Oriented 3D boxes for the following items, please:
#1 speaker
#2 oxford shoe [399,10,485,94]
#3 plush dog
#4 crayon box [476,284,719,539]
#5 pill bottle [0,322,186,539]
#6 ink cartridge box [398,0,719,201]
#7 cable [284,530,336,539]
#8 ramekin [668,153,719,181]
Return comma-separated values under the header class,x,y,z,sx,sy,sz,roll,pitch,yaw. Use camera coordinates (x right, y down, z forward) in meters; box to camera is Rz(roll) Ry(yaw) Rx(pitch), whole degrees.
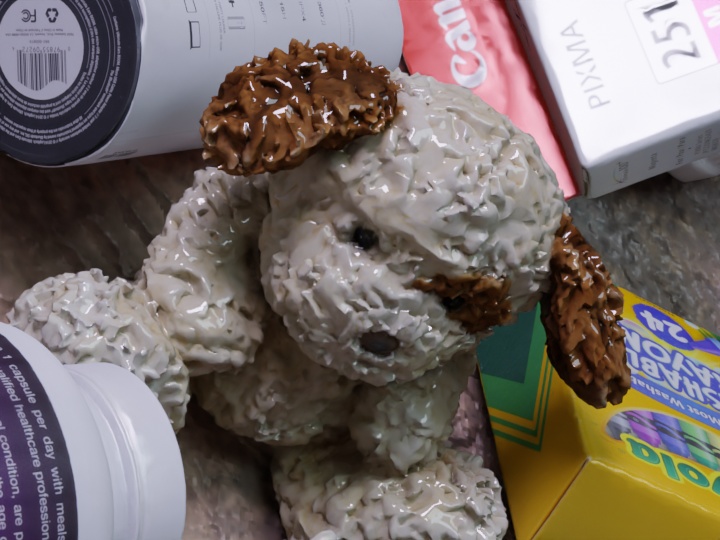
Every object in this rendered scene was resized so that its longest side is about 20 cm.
class,x,y,z,sx,sy,sz,roll,pitch,yaw
speaker,-0.059,-0.085,0.791,0.082,0.081,0.200,60,27,7
oxford shoe,0.067,-0.145,0.989,0.071,0.074,0.201,37,44,-18
plush dog,0.000,0.000,0.752,0.199,0.172,0.161,31,46,-22
crayon box,0.117,0.077,0.831,0.125,0.052,0.200,25,24,-16
pill bottle,-0.149,0.072,0.610,0.199,0.112,0.113,-4,66,-44
ink cartridge box,0.063,-0.124,0.911,0.044,0.172,0.201,74,-4,-72
cable,-0.072,0.134,0.672,0.199,0.051,0.097,-17,50,-37
ramekin,0.178,-0.148,1.019,0.202,0.094,0.204,38,46,-56
